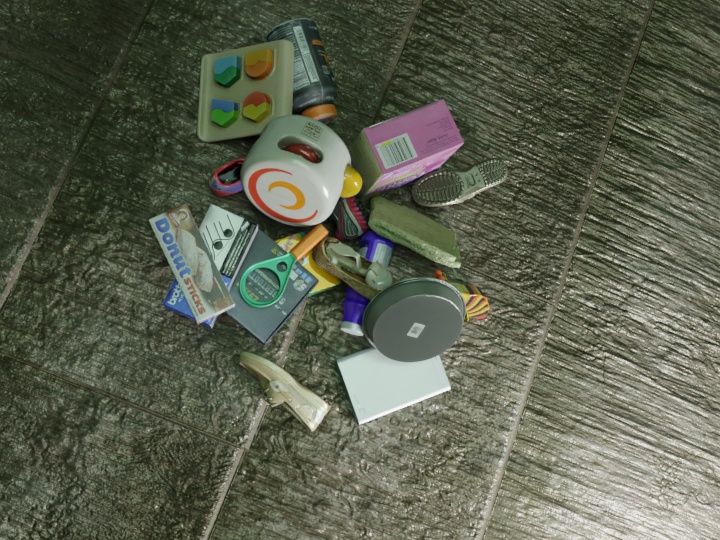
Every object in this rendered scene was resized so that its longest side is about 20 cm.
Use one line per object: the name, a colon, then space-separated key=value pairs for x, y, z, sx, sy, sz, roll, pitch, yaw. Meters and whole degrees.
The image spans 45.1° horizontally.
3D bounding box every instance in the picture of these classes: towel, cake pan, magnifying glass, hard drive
towel: x=0.107 y=-0.075 z=1.711 sx=0.200 sy=0.148 sz=0.037 roll=25 pitch=113 yaw=-8
cake pan: x=0.104 y=0.099 z=1.623 sx=0.200 sy=0.201 sz=0.037 roll=2 pitch=39 yaw=-13
magnifying glass: x=-0.137 y=-0.012 z=1.577 sx=0.200 sy=0.022 sz=0.080 roll=-43 pitch=89 yaw=-17
hard drive: x=0.064 y=0.205 z=1.699 sx=0.199 sy=0.026 sz=0.132 roll=-19 pitch=85 yaw=-16

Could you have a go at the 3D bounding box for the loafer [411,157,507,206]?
loafer: x=0.203 y=-0.174 z=1.781 sx=0.199 sy=0.068 sz=0.076 roll=-14 pitch=82 yaw=1

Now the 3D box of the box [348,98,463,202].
box: x=0.077 y=-0.229 z=1.690 sx=0.176 sy=0.200 sz=0.097 roll=-23 pitch=86 yaw=-17

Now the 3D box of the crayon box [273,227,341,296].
crayon box: x=-0.150 y=0.003 z=1.667 sx=0.199 sy=0.058 sz=0.119 roll=-18 pitch=84 yaw=-14

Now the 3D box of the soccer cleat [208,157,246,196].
soccer cleat: x=-0.201 y=-0.201 z=1.684 sx=0.200 sy=0.076 sz=0.067 roll=-24 pitch=86 yaw=-16

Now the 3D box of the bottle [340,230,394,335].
bottle: x=0.010 y=0.025 z=1.689 sx=0.065 sy=0.084 sz=0.201 roll=18 pitch=75 yaw=-10

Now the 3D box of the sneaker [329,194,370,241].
sneaker: x=-0.055 y=-0.154 z=1.713 sx=0.075 sy=0.081 sz=0.200 roll=-30 pitch=79 yaw=13

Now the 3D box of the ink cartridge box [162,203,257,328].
ink cartridge box: x=-0.265 y=-0.009 z=1.543 sx=0.094 sy=0.044 sz=0.200 roll=24 pitch=78 yaw=-2

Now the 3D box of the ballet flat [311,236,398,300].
ballet flat: x=0.000 y=0.000 z=1.614 sx=0.200 sy=0.065 sz=0.071 roll=27 pitch=55 yaw=5

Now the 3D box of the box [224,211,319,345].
box: x=-0.201 y=0.015 z=1.597 sx=0.200 sy=0.051 sz=0.158 roll=41 pitch=77 yaw=0

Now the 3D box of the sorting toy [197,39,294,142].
sorting toy: x=-0.226 y=-0.349 z=1.679 sx=0.199 sy=0.036 sz=0.186 roll=-3 pitch=79 yaw=22

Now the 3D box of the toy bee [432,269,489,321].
toy bee: x=0.170 y=0.053 z=1.697 sx=0.200 sy=0.109 sz=0.131 roll=-18 pitch=45 yaw=-36

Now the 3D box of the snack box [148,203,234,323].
snack box: x=-0.292 y=-0.013 z=1.506 sx=0.072 sy=0.024 sz=0.200 roll=-26 pitch=82 yaw=-8

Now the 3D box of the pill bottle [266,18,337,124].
pill bottle: x=-0.109 y=-0.387 z=1.724 sx=0.106 sy=0.106 sz=0.201 roll=-17 pitch=85 yaw=-15

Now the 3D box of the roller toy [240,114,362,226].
roller toy: x=-0.114 y=-0.186 z=1.593 sx=0.183 sy=0.200 sz=0.140 roll=56 pitch=43 yaw=-37

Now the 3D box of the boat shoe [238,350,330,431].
boat shoe: x=-0.152 y=0.225 z=1.623 sx=0.200 sy=0.072 sz=0.065 roll=38 pitch=73 yaw=-10
